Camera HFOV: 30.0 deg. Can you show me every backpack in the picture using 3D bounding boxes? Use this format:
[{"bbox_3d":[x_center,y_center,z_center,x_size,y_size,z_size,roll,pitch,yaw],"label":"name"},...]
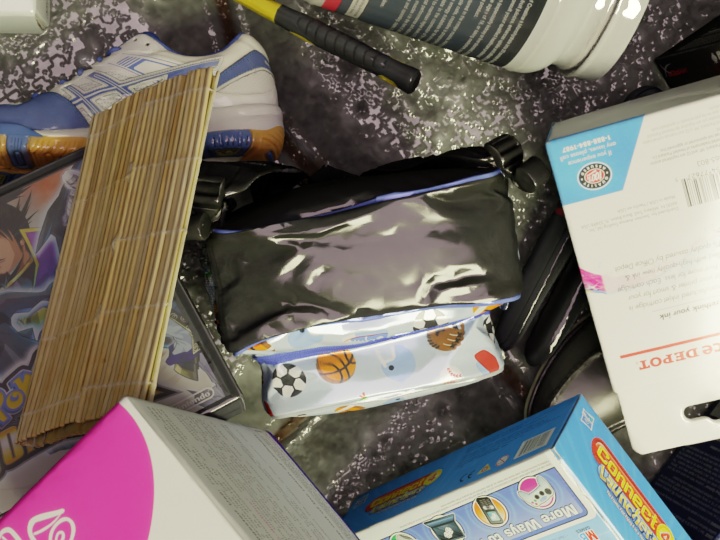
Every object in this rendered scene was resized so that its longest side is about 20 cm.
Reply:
[{"bbox_3d":[0.000,0.000,0.784,0.198,0.191,0.156,-6,100,-4],"label":"backpack"}]

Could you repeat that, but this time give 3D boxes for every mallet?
[{"bbox_3d":[-0.056,-0.157,0.792,0.199,0.066,0.041,27,87,16],"label":"mallet"}]

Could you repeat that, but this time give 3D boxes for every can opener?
[{"bbox_3d":[0.149,-0.029,0.874,0.063,0.079,0.201,34,96,-18],"label":"can opener"}]

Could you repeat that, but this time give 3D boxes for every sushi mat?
[{"bbox_3d":[-0.124,-0.010,0.693,0.012,0.095,0.202,34,53,-41],"label":"sushi mat"}]

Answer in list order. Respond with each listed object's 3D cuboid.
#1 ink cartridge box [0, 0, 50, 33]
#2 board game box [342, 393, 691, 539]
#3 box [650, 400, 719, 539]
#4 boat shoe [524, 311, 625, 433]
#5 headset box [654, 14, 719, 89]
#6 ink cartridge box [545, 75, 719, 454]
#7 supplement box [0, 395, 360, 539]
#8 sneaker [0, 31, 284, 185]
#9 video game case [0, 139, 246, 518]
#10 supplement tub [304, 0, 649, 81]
[{"bbox_3d":[-0.284,-0.215,0.776,0.198,0.083,0.147,-1,93,-9],"label":"ink cartridge box"},{"bbox_3d":[0.109,0.198,0.819,0.196,0.199,0.056,52,40,-9],"label":"board game box"},{"bbox_3d":[0.252,0.117,0.867,0.032,0.121,0.200,41,86,-10],"label":"box"},{"bbox_3d":[0.194,0.050,0.885,0.201,0.063,0.074,-36,100,-5],"label":"boat shoe"},{"bbox_3d":[0.289,-0.074,0.849,0.075,0.149,0.201,-33,98,-5],"label":"headset box"},{"bbox_3d":[0.193,-0.003,0.808,0.114,0.068,0.202,-14,103,14],"label":"ink cartridge box"},{"bbox_3d":[-0.080,0.140,0.656,0.101,0.200,0.103,-44,73,2],"label":"supplement box"},{"bbox_3d":[-0.148,-0.099,0.823,0.198,0.075,0.089,-4,73,-9],"label":"sneaker"},{"bbox_3d":[-0.188,0.043,0.716,0.199,0.026,0.181,-27,65,-10],"label":"video game case"},{"bbox_3d":[0.068,-0.202,0.808,0.198,0.140,0.142,17,90,-10],"label":"supplement tub"}]
